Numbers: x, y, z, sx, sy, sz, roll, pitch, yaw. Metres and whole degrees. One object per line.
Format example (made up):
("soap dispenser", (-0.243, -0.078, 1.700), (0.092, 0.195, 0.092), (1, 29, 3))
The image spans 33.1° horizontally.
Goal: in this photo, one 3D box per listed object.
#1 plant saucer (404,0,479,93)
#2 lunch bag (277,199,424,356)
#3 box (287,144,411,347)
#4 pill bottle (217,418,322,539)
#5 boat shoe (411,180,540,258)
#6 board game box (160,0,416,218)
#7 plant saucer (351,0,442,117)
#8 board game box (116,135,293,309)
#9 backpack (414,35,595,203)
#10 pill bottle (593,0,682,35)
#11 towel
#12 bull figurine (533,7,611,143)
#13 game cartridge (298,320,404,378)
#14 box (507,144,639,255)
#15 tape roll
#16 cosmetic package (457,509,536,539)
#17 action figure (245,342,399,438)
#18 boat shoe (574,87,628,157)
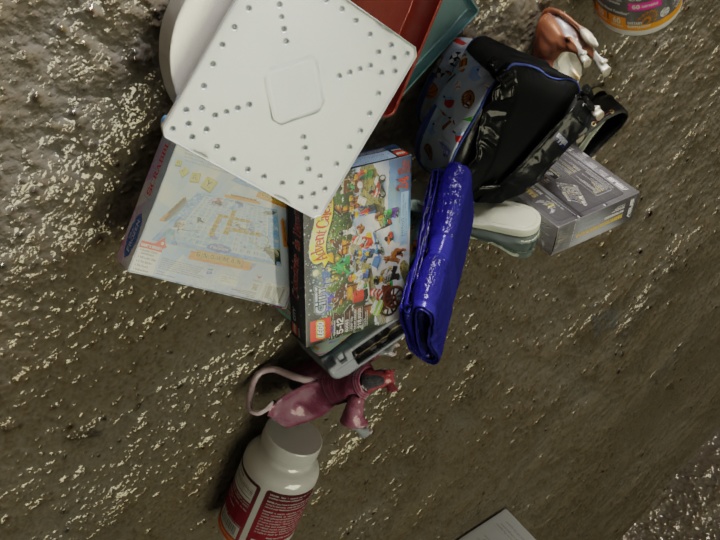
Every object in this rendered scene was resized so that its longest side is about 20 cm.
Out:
("plant saucer", (0.056, -0.250, 1.416), (0.200, 0.019, 0.070), (-48, 147, 2))
("lunch bag", (0.000, 0.000, 1.490), (0.200, 0.122, 0.170), (-38, 174, -15))
("box", (-0.011, -0.027, 1.324), (0.136, 0.038, 0.201), (-16, 121, -28))
("pill bottle", (-0.126, 0.308, 1.733), (0.113, 0.113, 0.201), (-9, 133, -44))
("boat shoe", (0.133, -0.062, 1.550), (0.062, 0.199, 0.073), (85, 27, -43))
("board game box", (-0.068, -0.177, 1.174), (0.199, 0.026, 0.201), (28, 96, -35))
("plant saucer", (-0.012, -0.261, 1.292), (0.199, 0.037, 0.200), (-4, 129, -40))
("board game box", (-0.130, -0.074, 1.276), (0.199, 0.041, 0.201), (16, 104, -36))
("backpack", (0.154, -0.181, 1.482), (0.199, 0.154, 0.191), (10, 113, -43))
("pill bottle", (0.339, -0.396, 1.489), (0.116, 0.116, 0.200), (-39, 147, -11))
("towel", (0.087, -0.009, 1.397), (0.148, 0.049, 0.201), (79, 24, -61))
("bull figurine", (0.262, -0.242, 1.578), (0.065, 0.121, 0.201), (-31, 139, -21))
("game cartridge", (0.017, 0.059, 1.606), (0.199, 0.133, 0.041), (-34, 121, -10))
("box", (0.244, -0.115, 1.611), (0.158, 0.200, 0.049), (-23, 139, -32))
("tape roll", (-0.097, -0.216, 1.179), (0.202, 0.037, 0.204), (-12, 116, -24))
("cosmetic package", (0.271, 0.641, 2.511), (0.199, 0.165, 0.165), (-27, 142, -28))
("action figure", (-0.032, 0.143, 1.616), (0.149, 0.199, 0.135), (27, 60, -40))
("boat shoe", (0.303, -0.170, 1.752), (0.202, 0.063, 0.074), (-49, 150, 8))
